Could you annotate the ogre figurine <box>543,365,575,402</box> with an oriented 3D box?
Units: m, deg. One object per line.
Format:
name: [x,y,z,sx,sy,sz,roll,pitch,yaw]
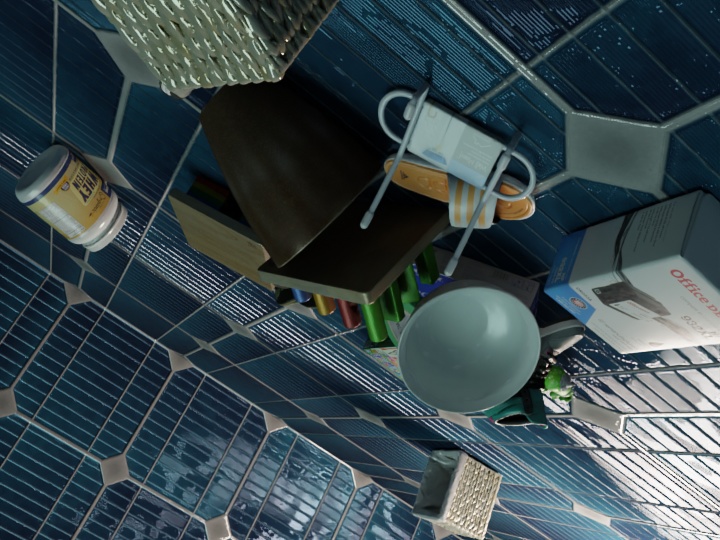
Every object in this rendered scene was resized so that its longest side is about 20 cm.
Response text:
ogre figurine: [0.266,0.163,1.122,0.199,0.098,0.120,42,169,6]

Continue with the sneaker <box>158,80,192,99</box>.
sneaker: [-0.193,-0.255,0.849,0.078,0.076,0.199,32,158,-20]

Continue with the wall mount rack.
wall mount rack: [0.087,-0.102,0.765,0.197,0.075,0.176,29,134,7]

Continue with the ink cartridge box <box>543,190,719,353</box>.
ink cartridge box: [0.325,0.012,0.754,0.144,0.085,0.199,36,156,-15]

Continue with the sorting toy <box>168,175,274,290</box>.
sorting toy: [-0.237,-0.073,1.274,0.196,0.071,0.200,27,158,10]

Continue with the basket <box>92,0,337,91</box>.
basket: [-0.134,-0.284,0.583,0.195,0.163,0.201,9,148,42]

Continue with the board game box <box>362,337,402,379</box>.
board game box: [0.106,0.188,1.456,0.134,0.030,0.198,39,156,-19]

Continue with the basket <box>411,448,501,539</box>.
basket: [0.275,0.638,1.970,0.158,0.204,0.198,27,159,-12]

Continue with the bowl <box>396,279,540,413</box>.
bowl: [0.144,0.091,0.962,0.199,0.202,0.091,37,-161,-18]

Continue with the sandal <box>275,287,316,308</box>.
sandal: [-0.103,0.035,1.355,0.056,0.082,0.199,12,173,-34]

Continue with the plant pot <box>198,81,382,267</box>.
plant pot: [-0.103,-0.143,0.860,0.201,0.187,0.186,47,154,-9]

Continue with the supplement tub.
supplement tub: [-0.615,-0.151,1.476,0.142,0.147,0.200,6,148,44]

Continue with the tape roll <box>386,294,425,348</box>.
tape roll: [0.108,0.106,1.168,0.200,0.048,0.202,45,159,22]

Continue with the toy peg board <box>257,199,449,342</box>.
toy peg board: [0.000,0.000,0.942,0.195,0.200,0.100,9,128,38]

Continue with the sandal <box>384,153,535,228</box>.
sandal: [0.112,-0.086,0.842,0.202,0.060,0.080,17,154,26]

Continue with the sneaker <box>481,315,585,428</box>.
sneaker: [0.253,0.161,0.991,0.198,0.123,0.083,-35,145,20]

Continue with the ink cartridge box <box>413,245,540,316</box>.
ink cartridge box: [0.166,0.026,1.028,0.196,0.045,0.095,21,154,22]

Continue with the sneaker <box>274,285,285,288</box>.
sneaker: [-0.119,-0.014,1.248,0.077,0.077,0.201,21,155,6]
